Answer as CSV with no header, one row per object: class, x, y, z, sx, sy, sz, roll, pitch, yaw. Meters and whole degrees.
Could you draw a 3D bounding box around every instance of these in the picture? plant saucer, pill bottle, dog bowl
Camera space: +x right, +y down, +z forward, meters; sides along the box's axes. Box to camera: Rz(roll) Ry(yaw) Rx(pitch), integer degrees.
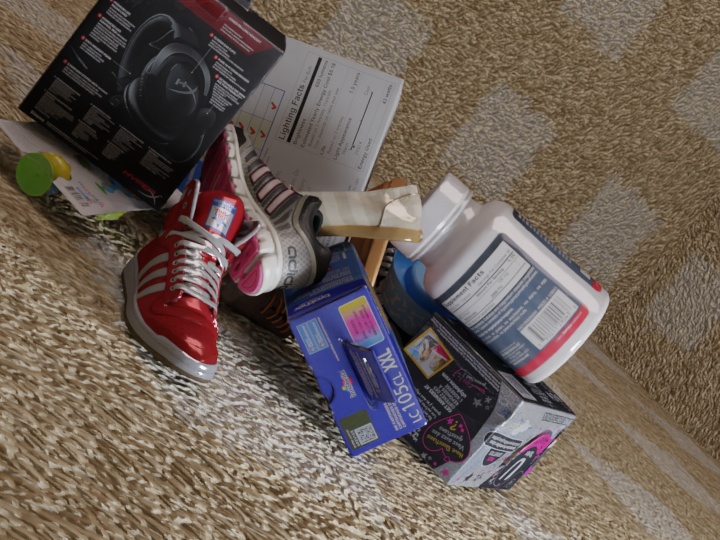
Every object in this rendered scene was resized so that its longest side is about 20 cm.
plant saucer,0.000,0.000,1.369,0.037,0.200,0.200,17,8,1
pill bottle,0.132,0.003,1.334,0.200,0.120,0.120,42,8,-2
dog bowl,0.107,0.023,1.459,0.200,0.050,0.112,-5,54,-39

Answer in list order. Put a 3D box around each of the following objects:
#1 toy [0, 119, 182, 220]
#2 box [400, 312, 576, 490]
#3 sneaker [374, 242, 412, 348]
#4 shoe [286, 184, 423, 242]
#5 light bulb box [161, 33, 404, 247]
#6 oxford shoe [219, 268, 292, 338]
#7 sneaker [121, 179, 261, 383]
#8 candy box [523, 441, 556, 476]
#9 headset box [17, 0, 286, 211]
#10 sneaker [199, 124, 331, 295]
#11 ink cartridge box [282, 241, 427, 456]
toy,-0.238,-0.079,1.198,0.115,0.047,0.200,45,14,11
box,0.113,0.138,1.370,0.132,0.115,0.200,46,10,23
sneaker,0.028,0.018,1.500,0.108,0.070,0.200,-14,83,-35
shoe,-0.041,-0.055,1.251,0.200,0.053,0.070,3,6,4
light bulb box,-0.084,-0.123,1.358,0.200,0.198,0.125,21,-6,0
oxford shoe,-0.083,0.021,1.279,0.073,0.071,0.200,47,9,16
sneaker,-0.123,0.001,1.040,0.071,0.113,0.200,35,9,-28
candy box,0.140,0.147,1.632,0.136,0.061,0.200,37,8,-19
headset box,-0.169,-0.177,1.163,0.149,0.200,0.077,36,15,-14
sneaker,-0.080,-0.051,1.179,0.087,0.074,0.200,6,37,-29
ink cartridge box,-0.007,0.068,1.177,0.200,0.076,0.137,-104,170,-74
